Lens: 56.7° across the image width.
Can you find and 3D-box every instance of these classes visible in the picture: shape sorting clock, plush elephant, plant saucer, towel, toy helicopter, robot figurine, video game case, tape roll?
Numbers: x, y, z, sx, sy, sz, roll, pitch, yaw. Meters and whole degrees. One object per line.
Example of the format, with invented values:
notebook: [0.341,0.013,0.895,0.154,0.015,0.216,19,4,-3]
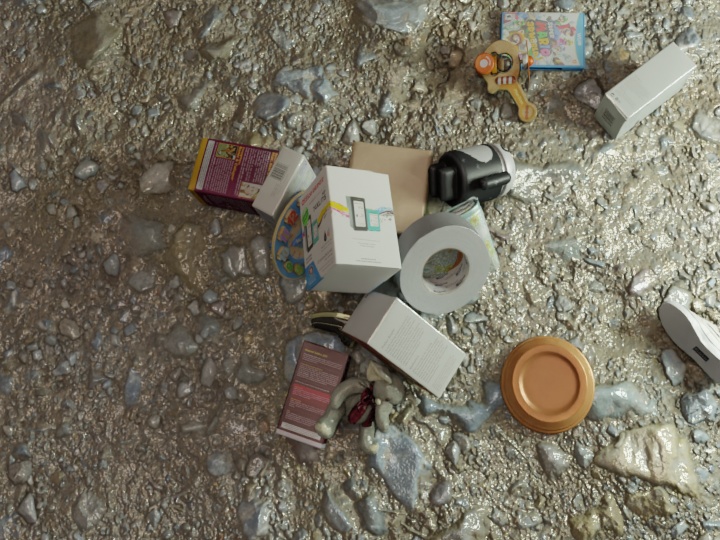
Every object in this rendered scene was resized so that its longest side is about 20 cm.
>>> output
shape sorting clock: [-0.122,-0.076,1.442,0.039,0.200,0.203,20,78,32]
plush elephant: [0.031,0.267,1.355,0.164,0.153,0.203,35,61,-28]
plant saucer: [0.393,0.237,1.396,0.195,0.038,0.205,-1,77,6]
towel: [0.188,-0.038,1.430,0.197,0.173,0.048,-26,33,0]
toy helicopter: [0.357,-0.438,1.540,0.131,0.079,0.203,-30,91,15]
robot figurine: [0.244,-0.210,1.454,0.196,0.126,0.152,-14,63,-22]
video game case: [0.433,-0.547,1.589,0.195,0.018,0.147,3,76,6]
tape roll: [0.164,-0.013,1.371,0.197,0.203,0.066,-25,33,-1]

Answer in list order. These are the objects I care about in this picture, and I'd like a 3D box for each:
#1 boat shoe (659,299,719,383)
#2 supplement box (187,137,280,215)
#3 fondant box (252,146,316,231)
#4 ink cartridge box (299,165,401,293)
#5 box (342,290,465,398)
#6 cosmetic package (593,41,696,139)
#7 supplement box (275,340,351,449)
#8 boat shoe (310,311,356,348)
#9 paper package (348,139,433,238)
boat shoe: [0.707,0.136,1.380,0.069,0.071,0.201,-29,69,-30]
supplement box: [-0.277,-0.212,1.537,0.195,0.103,0.134,12,78,9]
fondant box: [-0.152,-0.157,1.460,0.057,0.200,0.147,24,79,17]
ink cartridge box: [-0.025,-0.077,1.317,0.143,0.146,0.205,4,67,-27]
box: [0.085,0.145,1.350,0.199,0.152,0.107,38,81,-19]
cosmetic package: [0.630,-0.398,1.487,0.198,0.113,0.082,-36,75,-1]
supplement box: [-0.099,0.265,1.427,0.106,0.061,0.204,16,80,9]
boat shoe: [-0.015,0.135,1.444,0.196,0.072,0.068,9,72,3]
paper package: [0.060,-0.170,1.494,0.186,0.104,0.205,8,77,8]
